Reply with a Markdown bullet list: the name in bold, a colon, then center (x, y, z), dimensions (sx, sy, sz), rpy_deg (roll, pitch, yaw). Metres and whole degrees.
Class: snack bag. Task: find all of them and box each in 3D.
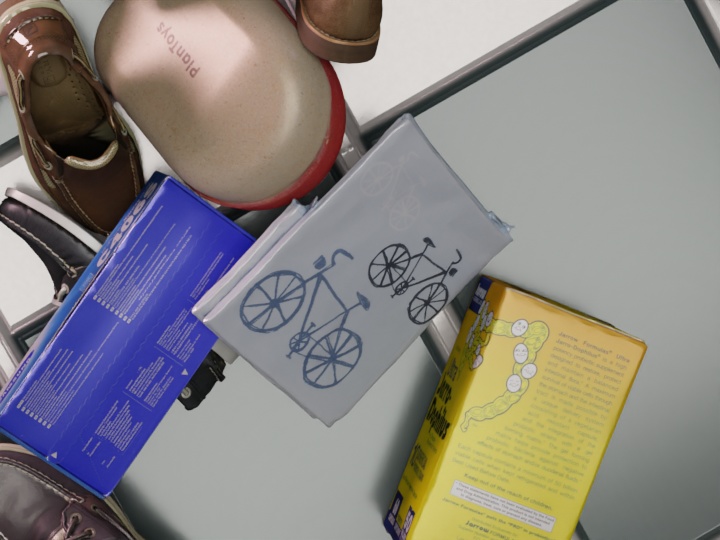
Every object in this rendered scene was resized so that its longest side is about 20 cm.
- **snack bag**: center (0.000, 0.000, 1.348), dimensions (0.200, 0.021, 0.189), rpy_deg (-46, 141, 0)

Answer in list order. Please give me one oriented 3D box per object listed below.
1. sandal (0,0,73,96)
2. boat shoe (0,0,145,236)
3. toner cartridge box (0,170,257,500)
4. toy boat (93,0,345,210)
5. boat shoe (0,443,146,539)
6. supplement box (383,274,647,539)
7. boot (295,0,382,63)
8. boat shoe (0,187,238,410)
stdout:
- **sandal**: center (-0.237, -0.125, 1.347), dimensions (0.059, 0.079, 0.208), rpy_deg (25, 100, -8)
- **boat shoe**: center (-0.189, -0.086, 1.301), dimensions (0.074, 0.075, 0.203), rpy_deg (-29, 136, -5)
- **toner cartridge box**: center (-0.153, 0.042, 1.313), dimensions (0.095, 0.043, 0.200), rpy_deg (37, 85, -18)
- **toy boat**: center (-0.080, -0.127, 1.338), dimensions (0.131, 0.130, 0.200), rpy_deg (-49, 58, 16)
- **boat shoe**: center (-0.184, 0.192, 1.328), dimensions (0.200, 0.065, 0.072), rpy_deg (43, 91, -7)
- **supplement box**: center (0.105, 0.117, 1.379), dimensions (0.109, 0.109, 0.201), rpy_deg (21, 92, -7)
- **boot**: center (-0.022, -0.222, 1.301), dimensions (0.073, 0.200, 0.076), rpy_deg (-1, 128, -20)
- **boat shoe**: center (-0.176, 0.020, 1.361), dimensions (0.200, 0.076, 0.060), rpy_deg (37, 85, -7)
